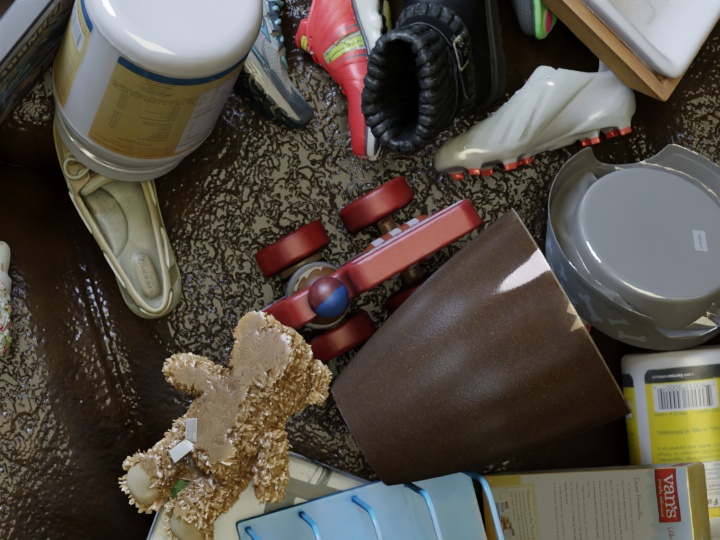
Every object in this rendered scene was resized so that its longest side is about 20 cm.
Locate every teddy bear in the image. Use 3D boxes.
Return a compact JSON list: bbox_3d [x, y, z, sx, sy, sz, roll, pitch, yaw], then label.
[{"bbox_3d":[-0.108,0.130,1.577,0.144,0.067,0.202,21,86,27],"label":"teddy bear"}]

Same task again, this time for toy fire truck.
[{"bbox_3d":[0.000,0.000,1.626,0.199,0.168,0.113,-28,90,-6],"label":"toy fire truck"}]

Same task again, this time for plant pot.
[{"bbox_3d":[0.084,0.083,1.557,0.199,0.187,0.188,-31,91,3],"label":"plant pot"}]

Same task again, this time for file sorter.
[{"bbox_3d":[0.017,0.246,1.560,0.198,0.123,0.140,-15,91,-8],"label":"file sorter"}]

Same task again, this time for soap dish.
[{"bbox_3d":[0.245,-0.266,1.670,0.157,0.081,0.201,41,68,-17],"label":"soap dish"}]

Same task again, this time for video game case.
[{"bbox_3d":[-0.274,-0.184,1.602,0.025,0.181,0.201,38,85,-1],"label":"video game case"}]

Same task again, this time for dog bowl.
[{"bbox_3d":[0.248,-0.019,1.660,0.198,0.059,0.201,7,52,-9],"label":"dog bowl"}]

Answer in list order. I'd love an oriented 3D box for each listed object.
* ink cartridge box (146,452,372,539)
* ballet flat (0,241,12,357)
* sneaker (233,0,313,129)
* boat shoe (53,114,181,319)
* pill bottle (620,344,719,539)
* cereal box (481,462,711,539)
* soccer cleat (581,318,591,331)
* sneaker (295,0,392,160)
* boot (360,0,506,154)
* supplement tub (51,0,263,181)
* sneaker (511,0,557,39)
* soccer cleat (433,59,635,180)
[{"bbox_3d":[-0.074,0.225,1.653,0.198,0.083,0.148,20,86,-5],"label":"ink cartridge box"},{"bbox_3d":[-0.335,-0.025,1.648,0.064,0.076,0.201,-31,94,-21],"label":"ballet flat"},{"bbox_3d":[-0.093,-0.215,1.674,0.086,0.078,0.201,-36,93,-12],"label":"sneaker"},{"bbox_3d":[-0.206,-0.055,1.662,0.073,0.063,0.202,-19,90,-6],"label":"boat shoe"},{"bbox_3d":[0.287,0.167,1.673,0.113,0.114,0.202,-5,89,-5],"label":"pill bottle"},{"bbox_3d":[0.200,0.238,1.643,0.198,0.039,0.145,-6,88,34],"label":"cereal box"},{"bbox_3d":[0.141,0.083,1.677,0.068,0.085,0.200,40,85,-2],"label":"soccer cleat"},{"bbox_3d":[-0.013,-0.191,1.692,0.084,0.077,0.202,-8,84,14],"label":"sneaker"},{"bbox_3d":[0.051,-0.214,1.630,0.079,0.157,0.213,-10,100,35],"label":"boot"},{"bbox_3d":[-0.170,-0.174,1.582,0.143,0.200,0.146,9,60,-16],"label":"supplement tub"},{"bbox_3d":[0.115,-0.293,1.706,0.083,0.077,0.201,-22,99,31],"label":"sneaker"},{"bbox_3d":[0.146,-0.133,1.688,0.198,0.069,0.078,-18,93,-21],"label":"soccer cleat"}]
